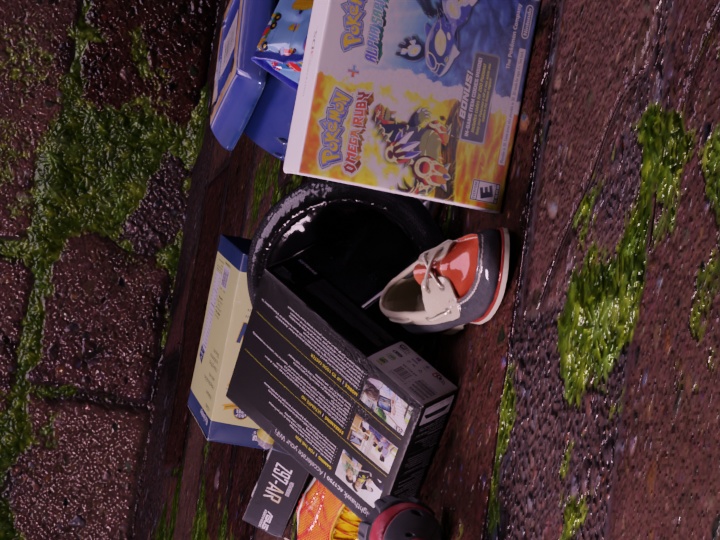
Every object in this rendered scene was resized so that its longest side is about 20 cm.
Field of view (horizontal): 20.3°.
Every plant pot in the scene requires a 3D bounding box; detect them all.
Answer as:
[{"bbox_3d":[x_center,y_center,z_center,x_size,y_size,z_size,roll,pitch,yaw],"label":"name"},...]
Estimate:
[{"bbox_3d":[-0.059,-0.228,2.174,0.200,0.178,0.202,127,150,-64],"label":"plant pot"}]

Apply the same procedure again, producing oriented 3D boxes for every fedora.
[{"bbox_3d":[0.000,0.000,1.814,0.091,0.199,0.202,-23,-50,-64],"label":"fedora"}]

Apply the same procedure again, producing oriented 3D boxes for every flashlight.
[{"bbox_3d":[0.054,0.223,1.556,0.200,0.067,0.068,-165,85,-74],"label":"flashlight"}]

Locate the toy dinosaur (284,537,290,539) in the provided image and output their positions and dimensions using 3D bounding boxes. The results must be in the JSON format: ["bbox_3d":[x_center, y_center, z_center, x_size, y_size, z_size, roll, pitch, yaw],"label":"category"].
[{"bbox_3d":[0.003,0.270,1.649,0.200,0.058,0.102,-163,57,-68],"label":"toy dinosaur"}]

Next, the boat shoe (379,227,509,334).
[{"bbox_3d":[0.071,0.009,1.646,0.200,0.062,0.072,139,142,-69],"label":"boat shoe"}]

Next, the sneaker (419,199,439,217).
[{"bbox_3d":[0.041,-0.134,1.832,0.076,0.091,0.202,-114,36,-69],"label":"sneaker"}]

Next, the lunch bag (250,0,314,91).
[{"bbox_3d":[0.030,-0.194,1.718,0.094,0.200,0.151,10,70,51],"label":"lunch bag"}]

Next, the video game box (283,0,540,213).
[{"bbox_3d":[0.044,-0.160,1.619,0.047,0.181,0.202,-163,83,-72],"label":"video game box"}]

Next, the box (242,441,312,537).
[{"bbox_3d":[-0.039,0.134,1.931,0.200,0.043,0.161,-61,-5,-45],"label":"box"}]

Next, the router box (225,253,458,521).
[{"bbox_3d":[-0.020,0.105,1.736,0.200,0.051,0.150,40,130,27],"label":"router box"}]

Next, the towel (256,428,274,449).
[{"bbox_3d":[-0.045,0.075,1.953,0.201,0.023,0.144,-64,-4,11],"label":"towel"}]

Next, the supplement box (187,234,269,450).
[{"bbox_3d":[-0.097,0.080,2.198,0.200,0.133,0.202,-147,68,-77],"label":"supplement box"}]

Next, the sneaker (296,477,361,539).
[{"bbox_3d":[-0.013,0.210,1.847,0.077,0.072,0.201,-110,31,-65],"label":"sneaker"}]
